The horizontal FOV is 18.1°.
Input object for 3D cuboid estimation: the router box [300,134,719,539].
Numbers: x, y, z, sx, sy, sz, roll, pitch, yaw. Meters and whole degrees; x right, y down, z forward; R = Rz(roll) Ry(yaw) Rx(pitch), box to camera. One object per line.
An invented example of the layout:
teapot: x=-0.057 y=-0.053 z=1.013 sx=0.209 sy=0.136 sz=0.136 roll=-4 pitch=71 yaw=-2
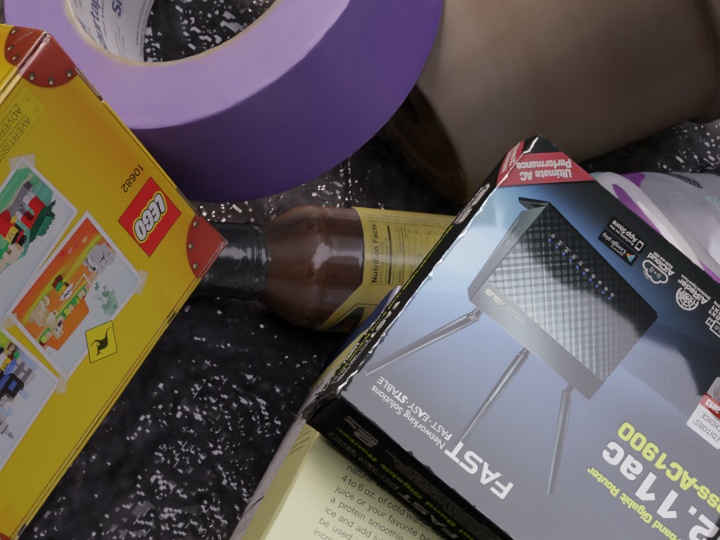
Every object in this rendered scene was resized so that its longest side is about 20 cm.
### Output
router box: x=0.098 y=0.063 z=0.956 sx=0.200 sy=0.062 sz=0.150 roll=39 pitch=70 yaw=-2

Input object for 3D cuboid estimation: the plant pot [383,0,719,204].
plant pot: x=0.088 y=-0.130 z=1.155 sx=0.173 sy=0.200 sz=0.200 roll=-34 pitch=83 yaw=-10

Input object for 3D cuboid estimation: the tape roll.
tape roll: x=-0.066 y=-0.140 z=1.086 sx=0.199 sy=0.085 sz=0.201 roll=-10 pitch=63 yaw=20

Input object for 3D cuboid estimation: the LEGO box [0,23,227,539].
LEGO box: x=-0.173 y=0.013 z=0.997 sx=0.200 sy=0.077 sz=0.149 roll=-55 pitch=131 yaw=-21

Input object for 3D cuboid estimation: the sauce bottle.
sauce bottle: x=0.000 y=0.000 z=1.127 sx=0.199 sy=0.065 sz=0.065 roll=5 pitch=68 yaw=-15

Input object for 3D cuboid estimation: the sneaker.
sneaker: x=0.190 y=0.032 z=1.143 sx=0.139 sy=0.078 sz=0.201 roll=-12 pitch=74 yaw=-23

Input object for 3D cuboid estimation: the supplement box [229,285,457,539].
supplement box: x=0.040 y=0.152 z=1.023 sx=0.199 sy=0.134 sz=0.200 roll=30 pitch=71 yaw=-5
